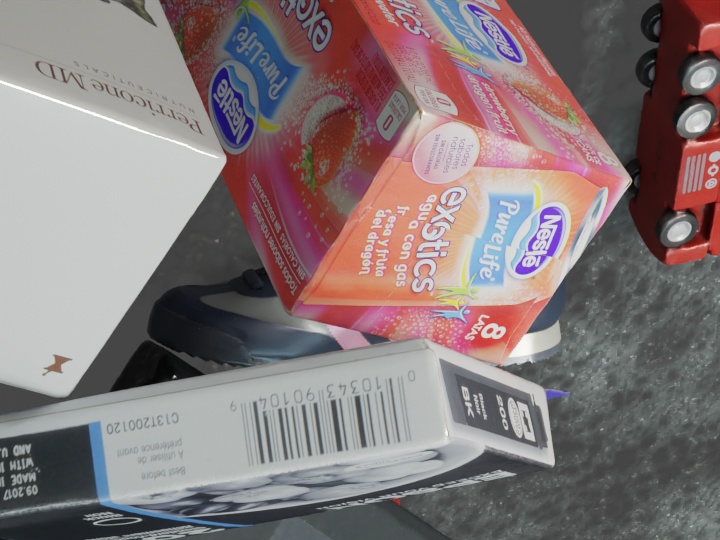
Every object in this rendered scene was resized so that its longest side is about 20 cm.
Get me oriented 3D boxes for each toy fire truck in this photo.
[{"bbox_3d":[0.200,-0.098,0.981,0.141,0.049,0.200,-12,133,-14],"label":"toy fire truck"}]

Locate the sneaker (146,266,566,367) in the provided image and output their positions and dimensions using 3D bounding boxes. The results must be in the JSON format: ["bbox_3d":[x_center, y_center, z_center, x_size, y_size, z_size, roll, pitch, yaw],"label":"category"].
[{"bbox_3d":[0.000,0.000,0.985,0.200,0.070,0.082,-2,107,-19],"label":"sneaker"}]

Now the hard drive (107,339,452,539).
[{"bbox_3d":[-0.059,0.141,0.983,0.200,0.033,0.140,37,81,-32],"label":"hard drive"}]

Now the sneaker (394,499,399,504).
[{"bbox_3d":[-0.051,0.108,1.043,0.112,0.071,0.200,-27,141,6],"label":"sneaker"}]

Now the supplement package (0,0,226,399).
[{"bbox_3d":[-0.145,-0.071,0.752,0.117,0.200,0.117,18,121,-35],"label":"supplement package"}]

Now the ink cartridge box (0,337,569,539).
[{"bbox_3d":[-0.033,0.071,0.808,0.198,0.043,0.200,-12,169,18],"label":"ink cartridge box"}]

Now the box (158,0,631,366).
[{"bbox_3d":[0.005,-0.068,0.819,0.103,0.200,0.095,15,121,-34],"label":"box"}]
